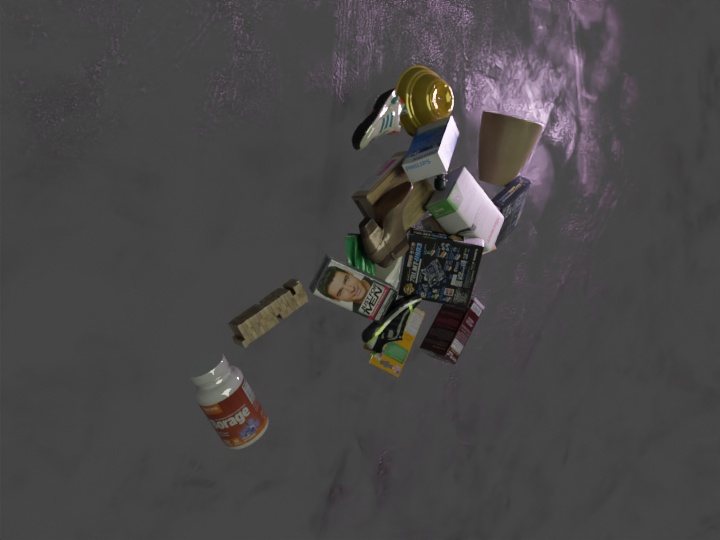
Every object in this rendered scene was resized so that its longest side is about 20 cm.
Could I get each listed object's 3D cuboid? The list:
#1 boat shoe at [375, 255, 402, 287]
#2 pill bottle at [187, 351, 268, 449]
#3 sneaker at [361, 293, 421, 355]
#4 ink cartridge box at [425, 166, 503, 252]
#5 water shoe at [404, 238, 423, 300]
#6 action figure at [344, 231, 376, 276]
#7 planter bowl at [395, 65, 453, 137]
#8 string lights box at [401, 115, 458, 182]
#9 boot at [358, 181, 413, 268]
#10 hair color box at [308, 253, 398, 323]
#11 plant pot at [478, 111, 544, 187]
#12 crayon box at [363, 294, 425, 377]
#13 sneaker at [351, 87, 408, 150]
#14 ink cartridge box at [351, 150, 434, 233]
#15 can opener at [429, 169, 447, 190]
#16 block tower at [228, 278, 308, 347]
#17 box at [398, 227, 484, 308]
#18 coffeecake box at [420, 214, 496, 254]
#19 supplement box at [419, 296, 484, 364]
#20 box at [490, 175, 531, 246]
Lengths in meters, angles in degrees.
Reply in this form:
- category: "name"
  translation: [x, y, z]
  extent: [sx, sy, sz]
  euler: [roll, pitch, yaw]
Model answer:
- category: "boat shoe"
  translation: [0.072, 0.032, 1.467]
  extent: [0.068, 0.072, 0.200]
  euler: [27, 78, -51]
- category: "pill bottle"
  translation: [-0.292, 0.282, 1.185]
  extent: [0.112, 0.112, 0.200]
  euler: [-38, 117, -28]
- category: "sneaker"
  translation: [0.092, 0.144, 1.433]
  extent: [0.200, 0.072, 0.083]
  euler: [-40, 98, -5]
- category: "ink cartridge box"
  translation: [0.290, -0.158, 1.486]
  extent: [0.200, 0.084, 0.146]
  euler: [47, 52, -20]
- category: "water shoe"
  translation: [0.179, 0.003, 1.538]
  extent: [0.071, 0.079, 0.200]
  euler: [-34, 116, -30]
- category: "action figure"
  translation: [0.000, 0.000, 1.413]
  extent: [0.118, 0.055, 0.200]
  euler: [-12, 106, -38]
- category: "planter bowl"
  translation: [0.194, -0.464, 1.485]
  extent: [0.200, 0.083, 0.201]
  euler: [-6, 100, -37]
- category: "string lights box"
  translation: [0.182, -0.314, 1.395]
  extent: [0.059, 0.103, 0.200]
  euler: [57, 36, -29]
- category: "boot"
  translation: [0.084, -0.108, 1.371]
  extent: [0.200, 0.070, 0.146]
  euler: [-42, 126, -7]
- category: "hair color box"
  translation: [-0.017, 0.047, 1.356]
  extent: [0.200, 0.061, 0.099]
  euler: [25, 97, -22]
- category: "plant pot"
  translation: [0.434, -0.360, 1.644]
  extent: [0.187, 0.187, 0.200]
  euler: [0, 111, -38]
- category: "crayon box"
  translation: [0.089, 0.180, 1.509]
  extent: [0.126, 0.052, 0.200]
  euler: [33, 75, -36]
- category: "sneaker"
  translation: [0.059, -0.372, 1.398]
  extent: [0.093, 0.070, 0.200]
  euler: [42, 68, -28]
- category: "ink cartridge box"
  translation: [0.094, -0.195, 1.448]
  extent: [0.200, 0.075, 0.165]
  euler: [-47, 120, -23]
- category: "can opener"
  translation: [0.198, -0.256, 1.460]
  extent: [0.053, 0.200, 0.067]
  euler: [4, 105, 1]
- category: "block tower"
  translation: [-0.212, 0.095, 1.260]
  extent: [0.200, 0.054, 0.058]
  euler: [-39, 117, -29]
- category: "box"
  translation: [0.214, -0.006, 1.467]
  extent: [0.050, 0.198, 0.200]
  euler: [-71, 170, -59]
- category: "coffeecake box"
  translation: [0.287, -0.103, 1.573]
  extent: [0.200, 0.073, 0.154]
  euler: [-18, 87, -41]
- category: "supplement box"
  translation: [0.273, 0.170, 1.615]
  extent: [0.061, 0.109, 0.200]
  euler: [43, 71, -34]
- category: "box"
  translation: [0.448, -0.175, 1.684]
  extent: [0.158, 0.051, 0.200]
  euler: [-40, 152, -26]
